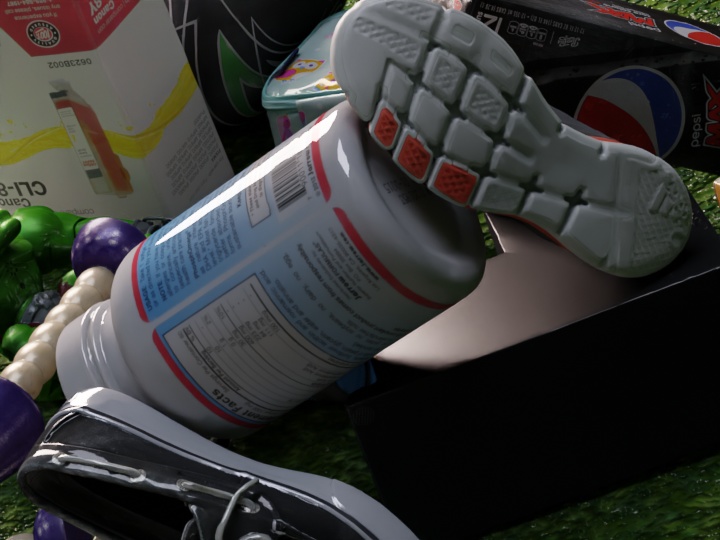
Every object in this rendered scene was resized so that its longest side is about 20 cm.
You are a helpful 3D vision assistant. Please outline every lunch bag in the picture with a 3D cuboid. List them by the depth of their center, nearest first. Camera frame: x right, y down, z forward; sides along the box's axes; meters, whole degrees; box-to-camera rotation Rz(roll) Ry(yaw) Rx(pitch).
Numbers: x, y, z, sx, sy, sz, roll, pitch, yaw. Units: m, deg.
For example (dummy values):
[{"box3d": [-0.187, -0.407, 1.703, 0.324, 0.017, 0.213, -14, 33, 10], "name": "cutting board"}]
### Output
[{"box3d": [0.043, -0.121, 1.767, 0.200, 0.077, 0.160, -4, 30, 28], "name": "lunch bag"}]

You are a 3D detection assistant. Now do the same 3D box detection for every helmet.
[{"box3d": [-0.114, -0.182, 1.850, 0.200, 0.201, 0.191, 3, 26, 37], "name": "helmet"}]

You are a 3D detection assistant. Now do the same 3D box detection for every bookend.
[{"box3d": [0.086, 0.029, 1.437, 0.200, 0.092, 0.199, -21, 25, 0], "name": "bookend"}]

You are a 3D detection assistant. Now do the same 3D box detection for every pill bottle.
[{"box3d": [-0.047, 0.012, 1.355, 0.200, 0.109, 0.109, -33, 19, 26], "name": "pill bottle"}]

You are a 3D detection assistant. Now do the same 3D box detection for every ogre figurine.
[{"box3d": [-0.192, 0.019, 1.649, 0.120, 0.098, 0.200, 20, 59, 27], "name": "ogre figurine"}]

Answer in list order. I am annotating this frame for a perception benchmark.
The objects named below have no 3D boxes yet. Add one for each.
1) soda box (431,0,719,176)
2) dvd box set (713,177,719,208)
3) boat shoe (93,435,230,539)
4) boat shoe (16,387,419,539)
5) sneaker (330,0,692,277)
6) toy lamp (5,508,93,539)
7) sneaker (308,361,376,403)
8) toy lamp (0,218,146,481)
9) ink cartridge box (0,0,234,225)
[{"box3d": [0.127, -0.100, 1.436, 0.199, 0.063, 0.071, 12, 20, -21], "name": "soda box"}, {"box3d": [0.298, -0.038, 1.491, 0.146, 0.029, 0.200, -27, 27, -15], "name": "dvd box set"}, {"box3d": [-0.093, 0.134, 1.410, 0.067, 0.072, 0.200, 23, 26, 1], "name": "boat shoe"}, {"box3d": [-0.063, 0.121, 1.313, 0.199, 0.074, 0.068, 28, 39, 5], "name": "boat shoe"}, {"box3d": [0.061, -0.060, 1.337, 0.077, 0.200, 0.082, -56, 20, -3], "name": "sneaker"}, {"box3d": [-0.237, 0.160, 1.444, 0.199, 0.058, 0.058, -15, 27, 9], "name": "toy lamp"}, {"box3d": [0.000, 0.000, 1.571, 0.082, 0.073, 0.200, -3, 30, 33], "name": "sneaker"}, {"box3d": [-0.168, 0.046, 1.499, 0.058, 0.058, 0.200, -4, 33, 28], "name": "toy lamp"}, {"box3d": [-0.182, -0.108, 1.756, 0.145, 0.200, 0.083, -2, 36, 30], "name": "ink cartridge box"}]
